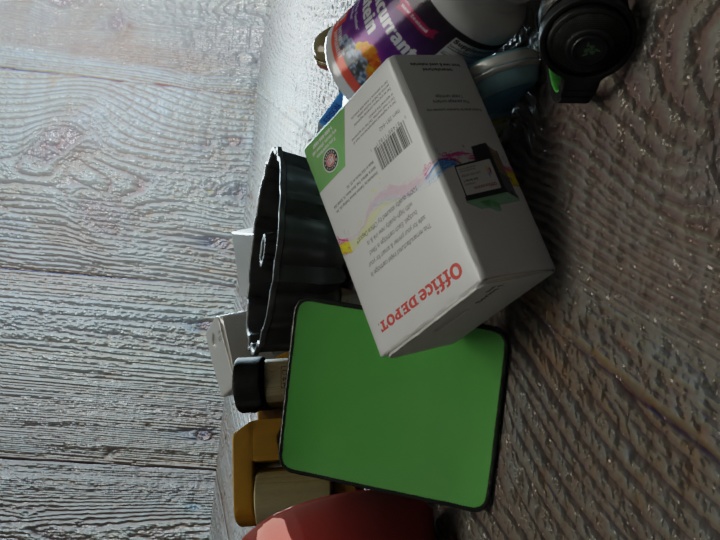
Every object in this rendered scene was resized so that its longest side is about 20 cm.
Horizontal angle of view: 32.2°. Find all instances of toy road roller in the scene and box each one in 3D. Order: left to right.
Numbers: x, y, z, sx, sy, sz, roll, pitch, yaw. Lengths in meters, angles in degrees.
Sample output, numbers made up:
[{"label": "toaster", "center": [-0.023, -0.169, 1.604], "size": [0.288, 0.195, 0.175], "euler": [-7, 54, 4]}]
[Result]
[{"label": "toy road roller", "center": [-0.055, 0.179, 1.283], "size": [0.146, 0.123, 0.201], "euler": [62, -156, -68]}]

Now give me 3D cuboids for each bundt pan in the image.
[{"label": "bundt pan", "center": [-0.058, -0.016, 1.194], "size": [0.202, 0.076, 0.203], "euler": [-175, 90, -78]}]

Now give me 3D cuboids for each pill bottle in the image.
[{"label": "pill bottle", "center": [0.068, -0.219, 1.054], "size": [0.200, 0.111, 0.112], "euler": [-36, 45, 43]}]

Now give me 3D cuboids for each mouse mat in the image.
[{"label": "mouse mat", "center": [0.026, 0.114, 1.082], "size": [0.008, 0.199, 0.161], "euler": [-10, -73, -70]}]

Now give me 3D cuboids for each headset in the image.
[{"label": "headset", "center": [0.138, -0.195, 0.853], "size": [0.200, 0.094, 0.124], "euler": [94, 177, -69]}]

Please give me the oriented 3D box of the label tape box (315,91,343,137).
[{"label": "label tape box", "center": [-0.006, -0.144, 1.451], "size": [0.143, 0.066, 0.200], "euler": [-57, -6, -32]}]

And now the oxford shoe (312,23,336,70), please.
[{"label": "oxford shoe", "center": [0.030, -0.245, 1.174], "size": [0.075, 0.200, 0.071], "euler": [46, -140, -41]}]

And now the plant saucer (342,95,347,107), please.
[{"label": "plant saucer", "center": [0.036, -0.216, 1.259], "size": [0.201, 0.039, 0.201], "euler": [-43, 25, 26]}]

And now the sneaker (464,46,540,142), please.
[{"label": "sneaker", "center": [0.103, -0.095, 1.069], "size": [0.200, 0.079, 0.131], "euler": [-38, 70, 51]}]

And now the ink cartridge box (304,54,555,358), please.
[{"label": "ink cartridge box", "center": [0.051, -0.050, 1.007], "size": [0.145, 0.084, 0.200], "euler": [-41, 63, 47]}]

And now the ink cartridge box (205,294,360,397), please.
[{"label": "ink cartridge box", "center": [-0.069, 0.083, 1.449], "size": [0.147, 0.199, 0.083], "euler": [137, 121, -73]}]

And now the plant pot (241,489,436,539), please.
[{"label": "plant pot", "center": [-0.008, 0.326, 1.153], "size": [0.201, 0.200, 0.178], "euler": [109, 153, -50]}]

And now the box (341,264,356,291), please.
[{"label": "box", "center": [0.000, 0.000, 1.193], "size": [0.200, 0.039, 0.042], "euler": [-168, 85, -78]}]

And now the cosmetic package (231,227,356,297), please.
[{"label": "cosmetic package", "center": [-0.072, -0.012, 1.397], "size": [0.200, 0.107, 0.090], "euler": [-165, 66, -70]}]
